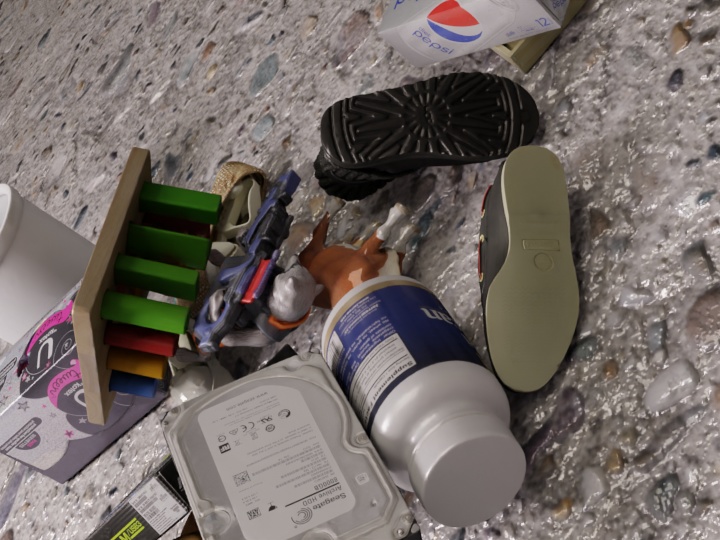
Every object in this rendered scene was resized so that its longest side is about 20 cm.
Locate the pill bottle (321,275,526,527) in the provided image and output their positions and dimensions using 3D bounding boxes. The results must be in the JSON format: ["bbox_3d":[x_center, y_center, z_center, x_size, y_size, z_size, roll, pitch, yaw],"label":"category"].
[{"bbox_3d":[0.049,0.099,0.860,0.111,0.111,0.201,-47,35,10],"label":"pill bottle"}]

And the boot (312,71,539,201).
[{"bbox_3d":[0.056,-0.123,1.063,0.158,0.207,0.081,93,174,-80],"label":"boot"}]

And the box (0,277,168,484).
[{"bbox_3d":[-0.329,0.128,1.280,0.199,0.132,0.116,-40,35,22],"label":"box"}]

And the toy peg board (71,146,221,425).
[{"bbox_3d":[-0.201,0.025,1.104,0.201,0.096,0.202,100,-179,-53],"label":"toy peg board"}]

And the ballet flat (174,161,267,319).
[{"bbox_3d":[-0.155,-0.039,1.272,0.064,0.070,0.203,-1,63,33],"label":"ballet flat"}]

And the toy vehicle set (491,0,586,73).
[{"bbox_3d":[0.156,-0.288,1.132,0.125,0.026,0.200,-49,34,10],"label":"toy vehicle set"}]

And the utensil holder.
[{"bbox_3d":[-0.411,0.016,1.417,0.169,0.199,0.172,-32,39,31],"label":"utensil holder"}]

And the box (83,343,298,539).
[{"bbox_3d":[-0.148,0.172,0.981,0.200,0.048,0.193,-43,3,43],"label":"box"}]

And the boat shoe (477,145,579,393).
[{"bbox_3d":[0.130,0.004,0.889,0.063,0.072,0.205,115,161,-65],"label":"boat shoe"}]

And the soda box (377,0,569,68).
[{"bbox_3d":[0.110,-0.258,1.081,0.198,0.063,0.069,-4,59,50],"label":"soda box"}]

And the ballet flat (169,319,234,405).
[{"bbox_3d":[-0.175,0.110,1.167,0.070,0.069,0.201,-47,35,10],"label":"ballet flat"}]

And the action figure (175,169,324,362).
[{"bbox_3d":[-0.095,0.012,1.082,0.192,0.104,0.202,-6,51,56],"label":"action figure"}]

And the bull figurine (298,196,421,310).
[{"bbox_3d":[0.000,0.000,1.046,0.199,0.065,0.122,15,70,54],"label":"bull figurine"}]

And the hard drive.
[{"bbox_3d":[-0.056,0.150,0.802,0.138,0.038,0.201,-21,42,-11],"label":"hard drive"}]

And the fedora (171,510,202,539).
[{"bbox_3d":[-0.136,0.275,0.912,0.199,0.081,0.204,-9,78,51],"label":"fedora"}]
